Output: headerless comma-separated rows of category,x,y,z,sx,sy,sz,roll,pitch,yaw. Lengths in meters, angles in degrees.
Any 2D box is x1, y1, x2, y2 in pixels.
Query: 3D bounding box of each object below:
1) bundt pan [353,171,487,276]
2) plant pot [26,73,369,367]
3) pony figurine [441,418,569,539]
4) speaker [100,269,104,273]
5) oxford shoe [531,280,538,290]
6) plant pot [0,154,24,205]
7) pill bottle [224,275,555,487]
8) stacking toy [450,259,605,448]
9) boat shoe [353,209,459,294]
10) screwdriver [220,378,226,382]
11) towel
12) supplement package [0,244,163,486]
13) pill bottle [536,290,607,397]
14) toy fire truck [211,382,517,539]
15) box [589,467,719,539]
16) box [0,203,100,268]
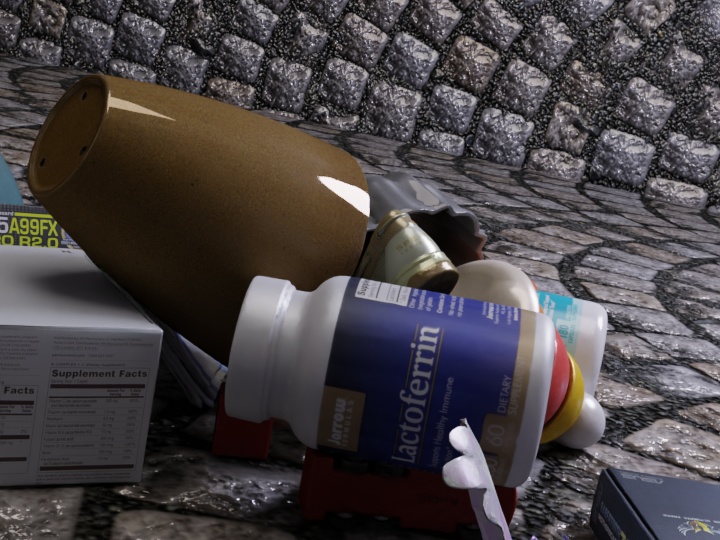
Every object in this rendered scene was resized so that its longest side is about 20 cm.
bundt pan,0.000,0.000,1.022,0.201,0.202,0.076,-2,44,-44
plant pot,-0.128,-0.049,0.890,0.200,0.187,0.186,29,-1,-37
pony figurine,0.086,0.175,0.607,0.199,0.167,0.193,8,-20,3
speaker,-0.236,-0.001,1.188,0.088,0.089,0.200,6,13,-18
oxford shoe,0.156,0.050,1.336,0.072,0.071,0.200,1,16,-19
plant pot,-0.424,-0.072,1.246,0.199,0.135,0.200,10,13,-2
pill bottle,0.019,0.067,0.812,0.199,0.116,0.116,10,13,4
stacking toy,0.132,0.097,1.017,0.200,0.146,0.146,37,-4,-35
boat shoe,0.006,0.032,0.932,0.073,0.201,0.063,-24,71,-31
screwdriver,-0.021,0.111,0.989,0.199,0.029,0.028,21,15,17
towel,-0.158,0.028,1.071,0.024,0.147,0.200,-31,11,8
supplement package,-0.248,0.059,0.870,0.155,0.111,0.200,3,14,-29
pill bottle,0.117,0.065,1.137,0.199,0.111,0.111,12,13,6
toy fire truck,-0.001,0.132,0.885,0.199,0.049,0.141,7,13,-12
box,0.269,0.195,0.826,0.199,0.051,0.158,9,14,-7
box,-0.316,-0.007,1.043,0.160,0.044,0.200,3,-16,-27
